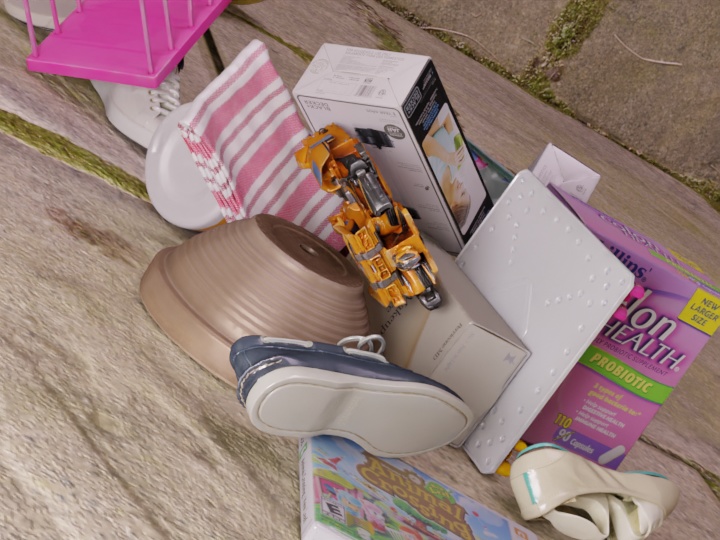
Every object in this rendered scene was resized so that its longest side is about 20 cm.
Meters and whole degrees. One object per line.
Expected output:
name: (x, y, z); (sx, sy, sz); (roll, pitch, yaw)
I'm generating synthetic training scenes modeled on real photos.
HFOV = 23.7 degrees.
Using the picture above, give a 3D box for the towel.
towel: (-0.071, -0.080, 1.444); (0.201, 0.030, 0.147); (62, 35, -24)

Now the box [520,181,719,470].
box: (0.195, 0.057, 1.528); (0.175, 0.201, 0.097); (27, 15, -25)

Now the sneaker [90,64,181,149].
sneaker: (-0.205, -0.178, 1.673); (0.073, 0.085, 0.200); (23, 19, -41)

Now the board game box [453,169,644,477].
board game box: (0.128, 0.042, 1.430); (0.026, 0.201, 0.200); (27, 15, -33)

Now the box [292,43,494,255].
box: (0.032, -0.103, 1.506); (0.116, 0.060, 0.201); (11, -33, 33)

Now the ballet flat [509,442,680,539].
ballet flat: (0.196, 0.193, 1.386); (0.199, 0.070, 0.070); (18, 20, -39)

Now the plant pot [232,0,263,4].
plant pot: (-0.195, -0.474, 2.474); (0.200, 0.201, 0.189); (35, 31, 8)

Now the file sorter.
file sorter: (-0.224, -0.287, 1.660); (0.138, 0.126, 0.200); (10, 38, 17)

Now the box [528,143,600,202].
box: (0.155, -0.031, 1.689); (0.060, 0.117, 0.200); (32, -20, -1)

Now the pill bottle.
pill bottle: (-0.092, -0.082, 1.545); (0.112, 0.113, 0.199); (41, 17, 29)

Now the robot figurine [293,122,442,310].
robot figurine: (0.007, -0.040, 1.381); (0.146, 0.058, 0.200); (61, -1, -27)

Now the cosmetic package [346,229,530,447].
cosmetic package: (0.049, 0.045, 1.444); (0.073, 0.104, 0.200); (29, 13, -33)

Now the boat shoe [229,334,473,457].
boat shoe: (-0.006, 0.084, 1.186); (0.199, 0.075, 0.062); (9, 37, -37)

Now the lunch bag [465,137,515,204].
lunch bag: (0.071, -0.099, 1.872); (0.199, 0.122, 0.170); (34, -2, -18)

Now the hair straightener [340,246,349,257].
hair straightener: (0.000, 0.000, 1.640); (0.077, 0.041, 0.200); (28, 11, -20)

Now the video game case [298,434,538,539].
video game case: (0.047, 0.182, 1.162); (0.199, 0.022, 0.182); (30, 15, -12)

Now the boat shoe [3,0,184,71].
boat shoe: (-0.274, -0.244, 1.794); (0.198, 0.093, 0.075); (11, 46, 8)

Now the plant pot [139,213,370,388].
plant pot: (-0.061, 0.022, 1.312); (0.200, 0.093, 0.201); (32, 15, -10)
